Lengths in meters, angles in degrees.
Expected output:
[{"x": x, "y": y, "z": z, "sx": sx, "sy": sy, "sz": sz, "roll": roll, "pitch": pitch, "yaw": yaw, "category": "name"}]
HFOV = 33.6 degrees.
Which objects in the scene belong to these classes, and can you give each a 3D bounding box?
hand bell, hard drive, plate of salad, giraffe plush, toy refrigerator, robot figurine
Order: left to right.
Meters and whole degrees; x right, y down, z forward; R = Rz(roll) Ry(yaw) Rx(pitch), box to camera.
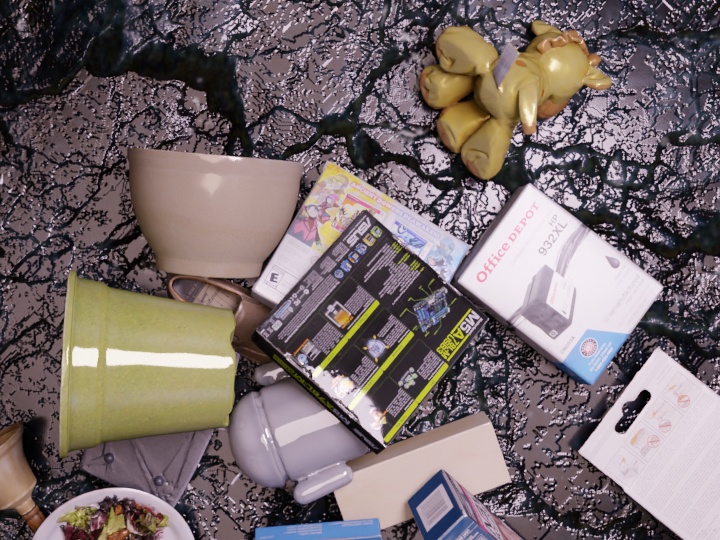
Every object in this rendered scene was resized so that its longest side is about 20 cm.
[{"x": -0.381, "y": 0.289, "z": 1.394, "sx": 0.104, "sy": 0.104, "sz": 0.201, "roll": -33, "pitch": 103, "yaw": -2, "category": "hand bell"}, {"x": -0.286, "y": 0.348, "z": 1.377, "sx": 0.198, "sy": 0.048, "sz": 0.203, "roll": -3, "pitch": 106, "yaw": -11, "category": "plate of salad"}, {"x": -0.234, "y": 0.165, "z": 1.407, "sx": 0.134, "sy": 0.042, "sz": 0.202, "roll": 24, "pitch": 88, "yaw": 0, "category": "hard drive"}, {"x": -0.066, "y": 0.178, "z": 1.364, "sx": 0.198, "sy": 0.113, "sz": 0.171, "roll": -19, "pitch": 66, "yaw": -3, "category": "robot figurine"}, {"x": 0.068, "y": 0.239, "z": 1.399, "sx": 0.198, "sy": 0.070, "sz": 0.077, "roll": -21, "pitch": 95, "yaw": 0, "category": "toy refrigerator"}, {"x": 0.189, "y": -0.222, "z": 1.378, "sx": 0.161, "sy": 0.200, "sz": 0.174, "roll": -23, "pitch": 85, "yaw": -30, "category": "giraffe plush"}]

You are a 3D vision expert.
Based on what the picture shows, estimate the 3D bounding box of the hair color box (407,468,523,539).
[{"x": 0.148, "y": 0.322, "z": 1.345, "sx": 0.060, "sy": 0.100, "sz": 0.200, "roll": -44, "pitch": 114, "yaw": 7, "category": "hair color box"}]

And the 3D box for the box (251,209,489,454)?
[{"x": 0.012, "y": 0.065, "z": 1.325, "sx": 0.193, "sy": 0.048, "sz": 0.200, "roll": 41, "pitch": 67, "yaw": 0, "category": "box"}]

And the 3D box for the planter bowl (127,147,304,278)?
[{"x": -0.166, "y": -0.063, "z": 1.340, "sx": 0.198, "sy": 0.200, "sz": 0.137, "roll": 4, "pitch": 95, "yaw": -1, "category": "planter bowl"}]

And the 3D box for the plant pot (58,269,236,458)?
[{"x": -0.232, "y": 0.105, "z": 1.307, "sx": 0.182, "sy": 0.200, "sz": 0.203, "roll": 3, "pitch": 89, "yaw": -13, "category": "plant pot"}]

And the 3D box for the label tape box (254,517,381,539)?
[{"x": -0.044, "y": 0.326, "z": 1.335, "sx": 0.142, "sy": 0.201, "sz": 0.064, "roll": -4, "pitch": 48, "yaw": -1, "category": "label tape box"}]

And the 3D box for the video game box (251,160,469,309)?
[{"x": 0.000, "y": 0.000, "z": 1.396, "sx": 0.199, "sy": 0.047, "sz": 0.183, "roll": 31, "pitch": 78, "yaw": -1, "category": "video game box"}]

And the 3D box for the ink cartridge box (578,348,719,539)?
[{"x": 0.381, "y": 0.215, "z": 1.418, "sx": 0.199, "sy": 0.050, "sz": 0.161, "roll": 38, "pitch": 89, "yaw": 4, "category": "ink cartridge box"}]

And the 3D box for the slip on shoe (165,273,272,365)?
[{"x": -0.140, "y": 0.055, "z": 1.401, "sx": 0.199, "sy": 0.061, "sz": 0.076, "roll": 33, "pitch": 88, "yaw": 0, "category": "slip on shoe"}]

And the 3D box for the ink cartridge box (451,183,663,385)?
[{"x": 0.227, "y": 0.016, "z": 1.397, "sx": 0.199, "sy": 0.084, "sz": 0.146, "roll": 37, "pitch": 89, "yaw": 0, "category": "ink cartridge box"}]
